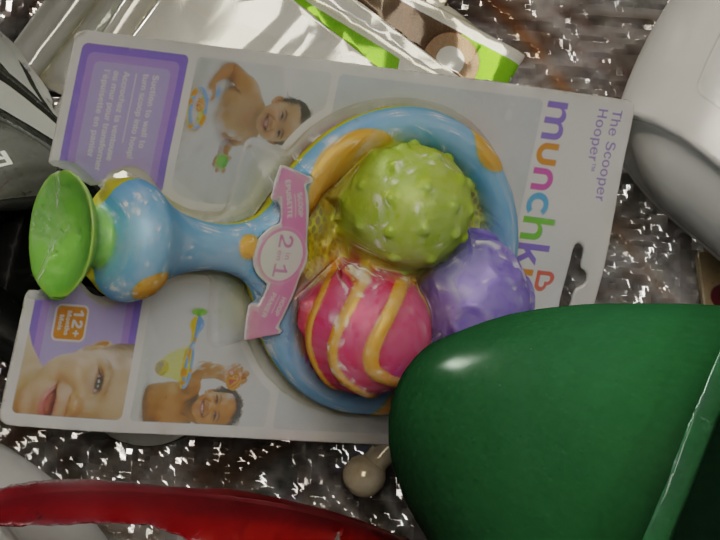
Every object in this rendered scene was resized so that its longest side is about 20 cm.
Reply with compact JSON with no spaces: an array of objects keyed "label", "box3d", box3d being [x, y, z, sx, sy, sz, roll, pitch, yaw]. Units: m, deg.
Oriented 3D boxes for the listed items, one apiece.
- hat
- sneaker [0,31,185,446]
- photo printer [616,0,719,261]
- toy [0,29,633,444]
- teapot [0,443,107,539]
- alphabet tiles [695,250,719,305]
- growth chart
[{"label":"hat","box3d":[0.019,0.043,0.873,0.176,0.200,0.166,20,82,14]},{"label":"sneaker","box3d":[-0.119,-0.031,0.914,0.066,0.090,0.200,-43,80,2]},{"label":"photo printer","box3d":[0.192,-0.043,0.967,0.200,0.069,0.166,40,71,9]},{"label":"toy","box3d":[0.000,0.000,0.880,0.199,0.047,0.116,6,102,-31]},{"label":"teapot","box3d":[-0.141,0.120,0.834,0.199,0.146,0.198,-20,74,-14]},{"label":"alphabet tiles","box3d":[0.197,0.054,0.973,0.166,0.006,0.201,-2,70,-7]},{"label":"growth chart","box3d":[-0.019,-0.047,0.961,0.200,0.018,0.145,44,86,10]}]
